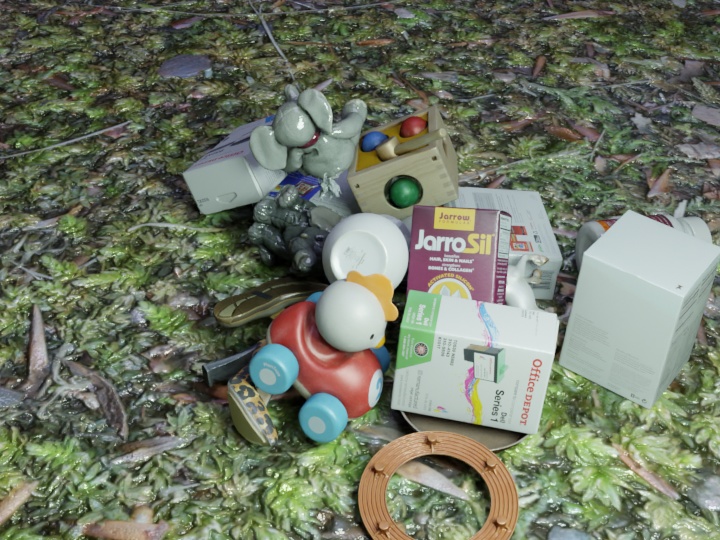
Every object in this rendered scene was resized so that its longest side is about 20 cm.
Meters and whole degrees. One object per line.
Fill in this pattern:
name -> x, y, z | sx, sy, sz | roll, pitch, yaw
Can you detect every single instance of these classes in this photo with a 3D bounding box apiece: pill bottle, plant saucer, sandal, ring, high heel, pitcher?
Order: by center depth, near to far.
ring -> 0.096, 0.276, 1.330 | 0.198, 0.019, 0.202 | 1, 46, -1
high heel -> -0.113, 0.157, 1.457 | 0.142, 0.072, 0.200 | -17, 35, -24
plant saucer -> 0.146, 0.185, 1.480 | 0.198, 0.035, 0.201 | 2, 36, -2
pitcher -> 0.000, 0.000, 1.565 | 0.121, 0.173, 0.200 | 30, 7, 5
sandal -> -0.130, 0.055, 1.610 | 0.199, 0.055, 0.080 | -20, 28, -38
pill bottle -> 0.457, -0.033, 1.752 | 0.198, 0.110, 0.110 | -6, 37, -14

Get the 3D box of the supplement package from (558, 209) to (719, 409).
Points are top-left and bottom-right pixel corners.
supplement package -> 0.396, 0.053, 1.546 | 0.151, 0.201, 0.150 | 26, 41, 27

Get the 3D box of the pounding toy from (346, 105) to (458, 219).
pounding toy -> 0.074, -0.179, 1.749 | 0.183, 0.143, 0.201 | -19, 30, 15

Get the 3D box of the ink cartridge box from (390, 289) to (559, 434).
ink cartridge box -> 0.148, 0.120, 1.416 | 0.198, 0.146, 0.084 | 10, 36, 6

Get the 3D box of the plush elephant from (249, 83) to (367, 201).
plush elephant -> -0.086, -0.222, 1.717 | 0.164, 0.155, 0.201 | -25, 38, 17

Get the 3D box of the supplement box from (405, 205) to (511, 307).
supplement box -> 0.139, 0.012, 1.548 | 0.130, 0.202, 0.103 | 3, 0, 17

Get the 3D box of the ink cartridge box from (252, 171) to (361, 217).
ink cartridge box -> -0.057, -0.138, 1.902 | 0.196, 0.047, 0.200 | 17, 36, 20

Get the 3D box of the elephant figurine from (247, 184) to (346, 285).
elephant figurine -> -0.074, -0.035, 1.684 | 0.155, 0.142, 0.199 | -35, 43, -23

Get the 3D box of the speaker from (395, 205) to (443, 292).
speaker -> 0.088, -0.054, 1.766 | 0.080, 0.082, 0.201 | 9, 36, 7

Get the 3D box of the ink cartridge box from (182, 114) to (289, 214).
ink cartridge box -> -0.190, -0.189, 1.873 | 0.144, 0.084, 0.200 | -11, 25, 33

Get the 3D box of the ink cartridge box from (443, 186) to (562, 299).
ink cartridge box -> 0.217, -0.049, 1.765 | 0.174, 0.084, 0.201 | 4, 35, -6

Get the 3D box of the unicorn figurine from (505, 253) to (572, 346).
unicorn figurine -> 0.233, 0.033, 1.622 | 0.137, 0.074, 0.200 | -18, 57, -33

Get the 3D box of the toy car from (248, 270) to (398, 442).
toy car -> -0.012, 0.086, 1.419 | 0.177, 0.200, 0.184 | 44, 36, -1
